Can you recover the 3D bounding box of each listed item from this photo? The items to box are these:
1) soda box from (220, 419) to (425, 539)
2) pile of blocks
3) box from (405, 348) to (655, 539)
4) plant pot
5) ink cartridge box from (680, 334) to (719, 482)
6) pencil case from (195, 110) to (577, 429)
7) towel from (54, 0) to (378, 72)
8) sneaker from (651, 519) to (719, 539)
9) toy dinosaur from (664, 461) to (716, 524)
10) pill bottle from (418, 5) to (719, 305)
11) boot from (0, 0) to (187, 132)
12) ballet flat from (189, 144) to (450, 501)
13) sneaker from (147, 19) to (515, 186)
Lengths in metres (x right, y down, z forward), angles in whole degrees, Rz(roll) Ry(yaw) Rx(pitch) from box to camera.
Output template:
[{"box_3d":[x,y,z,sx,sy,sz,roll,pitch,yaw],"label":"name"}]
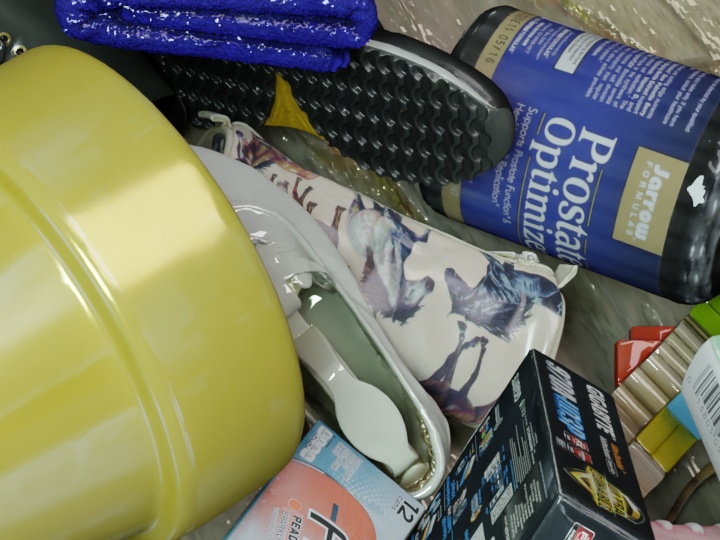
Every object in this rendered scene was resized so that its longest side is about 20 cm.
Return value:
[{"box_3d":[-0.052,0.155,0.960,0.063,0.068,0.200,39,46,0],"label":"soda box"},{"box_3d":[0.171,0.037,1.165,0.062,0.082,0.200,45,48,5],"label":"pile of blocks"},{"box_3d":[0.049,0.131,0.920,0.046,0.160,0.200,30,11,-6],"label":"box"},{"box_3d":[-0.154,0.042,0.913,0.188,0.201,0.201,-32,77,-25],"label":"plant pot"},{"box_3d":[0.268,0.097,1.090,0.199,0.050,0.162,-8,59,-22],"label":"ink cartridge box"},{"box_3d":[0.000,0.000,1.093,0.199,0.078,0.090,26,76,-12],"label":"pencil case"},{"box_3d":[-0.073,-0.157,1.086,0.146,0.050,0.201,1,34,-9],"label":"towel"},{"box_3d":[0.142,0.145,1.082,0.200,0.075,0.105,34,43,-6],"label":"sneaker"},{"box_3d":[0.237,0.082,1.176,0.198,0.061,0.106,-8,16,1],"label":"toy dinosaur"},{"box_3d":[0.138,-0.050,1.143,0.199,0.112,0.112,20,45,18],"label":"pill bottle"},{"box_3d":[-0.180,-0.102,1.071,0.199,0.077,0.139,-26,78,-39],"label":"boot"},{"box_3d":[-0.025,0.025,1.020,0.200,0.069,0.070,50,46,-14],"label":"ballet flat"},{"box_3d":[-0.003,-0.103,1.119,0.199,0.070,0.090,14,39,28],"label":"sneaker"}]
